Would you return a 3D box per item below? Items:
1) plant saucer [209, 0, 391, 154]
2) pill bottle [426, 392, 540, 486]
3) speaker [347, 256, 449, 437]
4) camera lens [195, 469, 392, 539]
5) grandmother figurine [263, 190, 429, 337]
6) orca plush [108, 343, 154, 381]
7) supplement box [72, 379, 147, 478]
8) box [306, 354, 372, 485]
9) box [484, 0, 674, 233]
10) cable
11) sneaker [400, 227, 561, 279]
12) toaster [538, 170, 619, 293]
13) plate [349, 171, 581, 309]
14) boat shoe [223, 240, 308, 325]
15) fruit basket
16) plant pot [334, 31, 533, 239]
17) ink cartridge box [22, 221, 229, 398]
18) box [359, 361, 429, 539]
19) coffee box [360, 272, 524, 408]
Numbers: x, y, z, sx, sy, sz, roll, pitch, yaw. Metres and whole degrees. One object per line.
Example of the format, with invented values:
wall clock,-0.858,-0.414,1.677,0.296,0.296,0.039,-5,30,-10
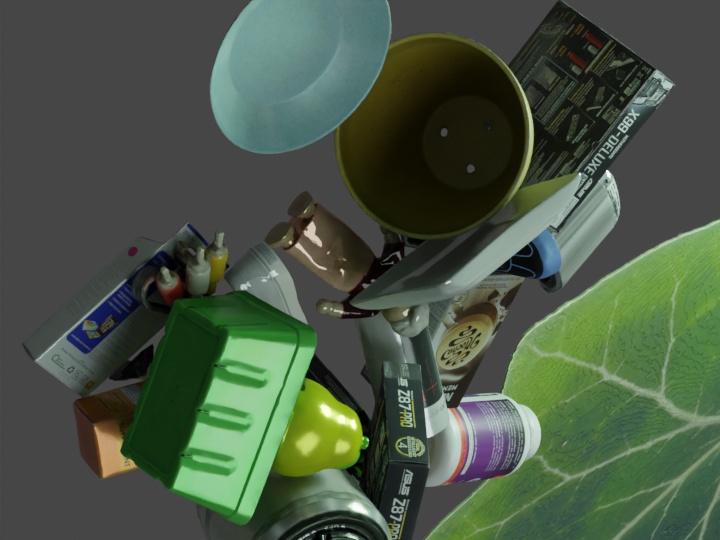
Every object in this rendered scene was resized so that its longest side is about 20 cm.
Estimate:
plant saucer,-0.063,-0.204,1.384,0.201,0.039,0.201,-25,140,-23
pill bottle,0.142,0.217,1.920,0.200,0.112,0.113,1,124,-44
speaker,0.042,0.090,1.664,0.081,0.081,0.201,-23,111,-26
camera lens,-0.071,0.261,1.507,0.159,0.200,0.160,-11,119,-22
grandmother figurine,0.000,0.000,1.556,0.200,0.061,0.121,41,93,-24
orca plush,-0.188,0.149,1.581,0.200,0.071,0.105,31,86,-31
supplement box,-0.184,0.144,1.501,0.199,0.069,0.067,-16,114,-27
box,-0.080,0.219,1.702,0.200,0.124,0.149,-39,142,-5
box,0.211,-0.166,1.580,0.200,0.158,0.050,-53,142,10
cable,-0.166,0.043,1.457,0.097,0.050,0.200,-31,144,-20
sneaker,0.127,-0.024,1.606,0.078,0.200,0.070,-27,118,-29
toaster,0.222,-0.068,1.707,0.129,0.114,0.200,-46,158,-4
plate,0.106,-0.020,1.468,0.200,0.199,0.032,-37,101,-25
boat shoe,-0.098,0.049,1.554,0.068,0.072,0.200,-34,153,-13
fruit basket,-0.100,0.134,1.421,0.215,0.155,0.216,-19,120,-36
plant pot,0.092,-0.133,1.497,0.200,0.200,0.142,-55,164,14
ink cartridge box,-0.229,0.034,1.458,0.200,0.037,0.095,-41,144,-2
box,0.031,0.224,1.584,0.049,0.161,0.200,5,125,-7
coffee box,0.097,0.066,1.759,0.113,0.080,0.200,-2,126,-43
